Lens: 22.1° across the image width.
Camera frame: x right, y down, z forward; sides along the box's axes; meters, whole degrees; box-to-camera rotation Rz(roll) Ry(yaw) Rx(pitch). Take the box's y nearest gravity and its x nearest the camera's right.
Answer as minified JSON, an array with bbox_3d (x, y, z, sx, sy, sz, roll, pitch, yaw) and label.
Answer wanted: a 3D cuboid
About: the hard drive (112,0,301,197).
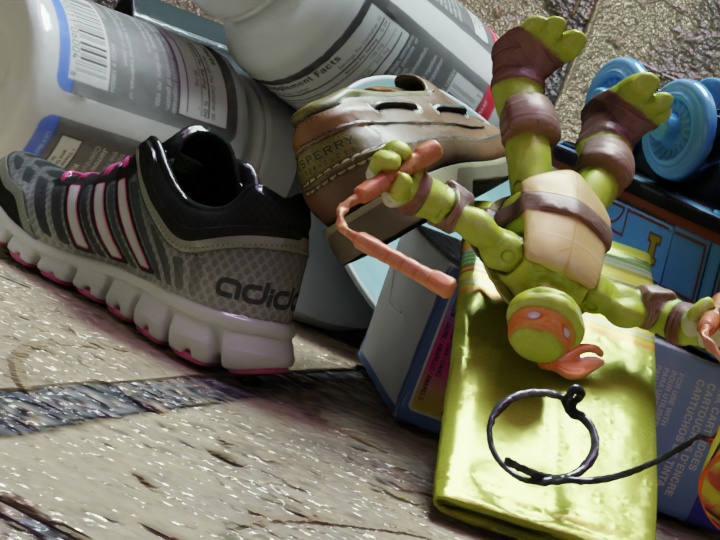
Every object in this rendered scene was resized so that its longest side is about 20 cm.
[{"bbox_3d":[-0.093,-0.091,1.169,0.199,0.140,0.033,18,42,-31],"label":"hard drive"}]

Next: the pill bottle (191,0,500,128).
[{"bbox_3d":[-0.009,-0.140,1.068,0.200,0.111,0.111,35,-3,-37],"label":"pill bottle"}]

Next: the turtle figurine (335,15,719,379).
[{"bbox_3d":[0.087,-0.016,0.738,0.199,0.064,0.162,22,50,-9],"label":"turtle figurine"}]

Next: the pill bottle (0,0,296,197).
[{"bbox_3d":[-0.136,-0.085,1.038,0.200,0.114,0.114,17,8,-45],"label":"pill bottle"}]

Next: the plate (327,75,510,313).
[{"bbox_3d":[0.047,-0.015,0.998,0.200,0.026,0.201,27,46,-32],"label":"plate"}]

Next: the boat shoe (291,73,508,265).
[{"bbox_3d":[0.024,-0.056,0.818,0.068,0.072,0.200,61,15,1],"label":"boat shoe"}]

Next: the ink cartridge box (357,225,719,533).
[{"bbox_3d":[0.109,0.053,0.859,0.199,0.077,0.136,19,7,-9],"label":"ink cartridge box"}]

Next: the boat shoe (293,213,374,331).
[{"bbox_3d":[0.000,0.000,1.021,0.068,0.072,0.200,-19,-9,42],"label":"boat shoe"}]

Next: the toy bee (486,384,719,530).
[{"bbox_3d":[0.152,0.082,0.611,0.199,0.109,0.131,12,52,-11],"label":"toy bee"}]

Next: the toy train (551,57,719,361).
[{"bbox_3d":[0.159,-0.027,0.844,0.086,0.115,0.200,8,13,-30],"label":"toy train"}]

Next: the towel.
[{"bbox_3d":[0.075,0.041,0.729,0.086,0.018,0.200,17,35,-4],"label":"towel"}]

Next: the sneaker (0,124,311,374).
[{"bbox_3d":[-0.090,-0.026,0.804,0.200,0.088,0.074,27,8,42],"label":"sneaker"}]
